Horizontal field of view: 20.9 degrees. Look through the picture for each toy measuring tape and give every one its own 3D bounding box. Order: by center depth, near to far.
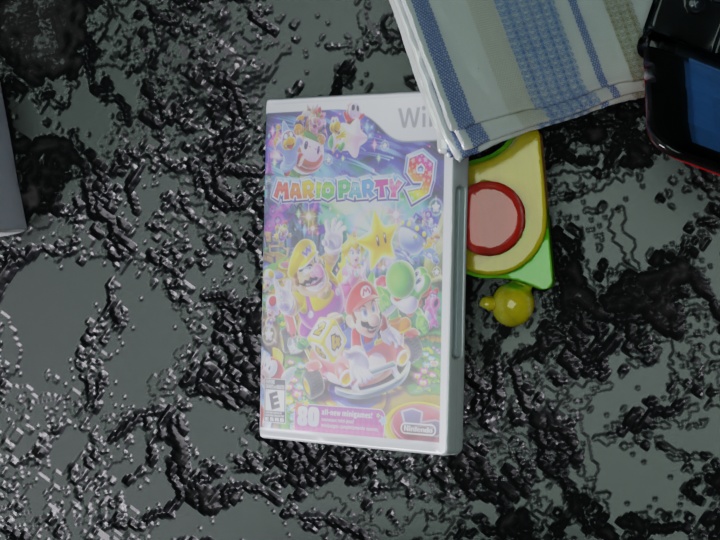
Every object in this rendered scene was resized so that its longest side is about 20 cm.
[{"bbox_3d":[0.071,-0.068,1.117,0.073,0.074,0.202,-5,89,9],"label":"toy measuring tape"}]

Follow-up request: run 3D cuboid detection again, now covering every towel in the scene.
[{"bbox_3d":[0.107,-0.155,1.089,0.199,0.024,0.148,-19,87,-23],"label":"towel"}]

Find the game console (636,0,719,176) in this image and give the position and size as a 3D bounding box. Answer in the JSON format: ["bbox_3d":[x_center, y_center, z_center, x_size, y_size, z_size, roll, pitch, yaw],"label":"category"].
[{"bbox_3d":[0.260,-0.115,1.041,0.199,0.119,0.174,19,93,-7],"label":"game console"}]

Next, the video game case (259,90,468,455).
[{"bbox_3d":[0.000,0.000,1.119,0.142,0.018,0.202,1,90,40],"label":"video game case"}]

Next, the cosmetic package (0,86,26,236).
[{"bbox_3d":[-0.313,-0.053,1.176,0.198,0.071,0.102,-10,89,10],"label":"cosmetic package"}]
